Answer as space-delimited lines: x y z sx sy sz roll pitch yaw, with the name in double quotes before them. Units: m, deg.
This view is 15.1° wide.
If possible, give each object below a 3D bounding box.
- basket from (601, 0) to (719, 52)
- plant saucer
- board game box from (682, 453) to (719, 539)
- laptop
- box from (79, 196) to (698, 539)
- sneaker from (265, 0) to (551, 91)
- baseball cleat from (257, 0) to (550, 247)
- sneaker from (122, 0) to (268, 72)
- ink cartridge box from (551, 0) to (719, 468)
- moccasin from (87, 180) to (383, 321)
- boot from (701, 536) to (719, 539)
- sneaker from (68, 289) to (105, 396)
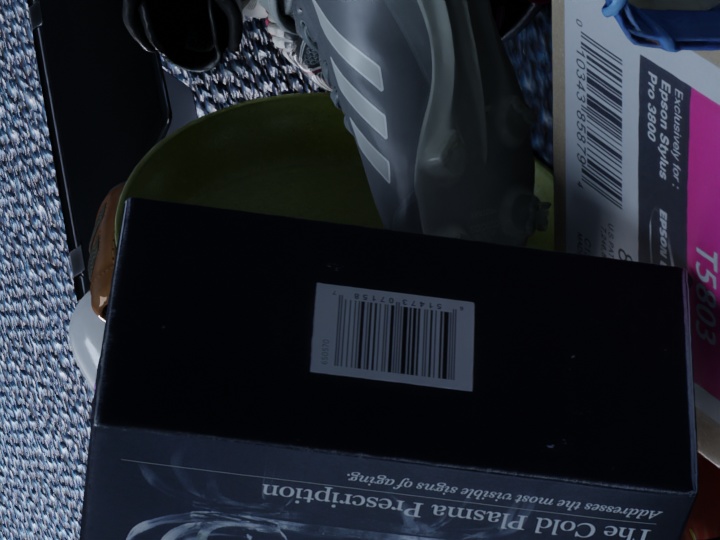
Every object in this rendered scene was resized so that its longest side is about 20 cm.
"basket" 0.132 -0.132 0.770 0.201 0.138 0.177 -105 11 -46
"plant saucer" 0.000 0.000 1.088 0.200 0.199 0.031 46 140 35
"board game box" 0.163 0.138 1.085 0.200 0.040 0.153 54 153 22
"laptop" -0.086 -0.077 1.270 0.200 0.116 0.188 33 -144 -48
"box" 0.003 0.083 0.958 0.183 0.199 0.104 100 175 -48
"sneaker" 0.024 -0.110 1.089 0.075 0.080 0.200 61 154 4
"baseball cleat" 0.010 -0.078 1.015 0.106 0.070 0.201 -1 97 45
"sneaker" -0.069 -0.127 1.154 0.201 0.075 0.116 61 -147 -67
"ink cartridge box" 0.142 -0.027 0.942 0.165 0.075 0.201 40 144 44
"moccasin" -0.014 0.009 1.148 0.074 0.200 0.078 116 158 -45
"boot" 0.195 0.164 0.927 0.199 0.070 0.132 6 128 25
"sneaker" -0.061 0.070 1.142 0.200 0.073 0.114 41 -170 19
